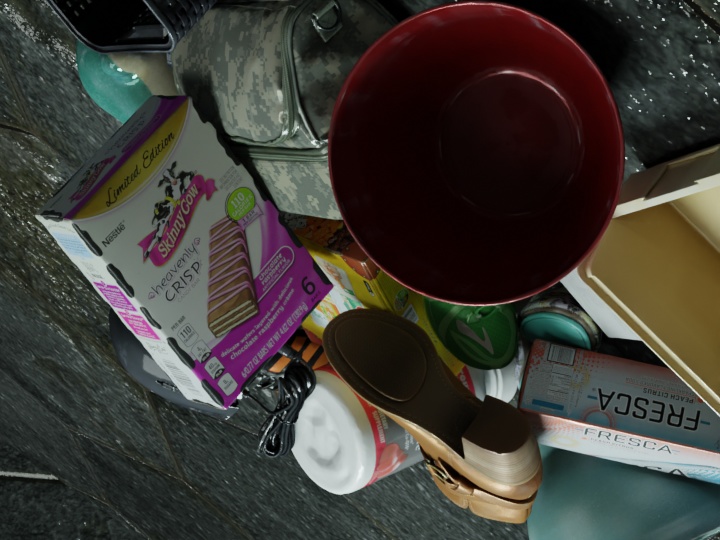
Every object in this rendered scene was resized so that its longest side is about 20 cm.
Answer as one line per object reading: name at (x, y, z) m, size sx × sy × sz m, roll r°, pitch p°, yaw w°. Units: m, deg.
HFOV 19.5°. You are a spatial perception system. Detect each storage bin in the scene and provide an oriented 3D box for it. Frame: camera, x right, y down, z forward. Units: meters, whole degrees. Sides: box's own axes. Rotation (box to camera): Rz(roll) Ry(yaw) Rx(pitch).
storage bin at (0.270, 0.015, 1.386) m, size 0.199 × 0.094 × 0.200 m, roll 43°, pitch 161°, yaw -11°
storage bin at (-0.191, -0.259, 1.490) m, size 0.135 × 0.094 × 0.200 m, roll 6°, pitch 140°, yaw 53°

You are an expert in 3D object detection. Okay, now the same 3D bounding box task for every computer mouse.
computer mouse at (-0.133, 0.079, 1.780) m, size 0.200 × 0.046 × 0.140 m, roll 35°, pitch 139°, yaw 5°

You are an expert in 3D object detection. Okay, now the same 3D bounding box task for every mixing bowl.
mixing bowl at (0.089, -0.081, 1.411) m, size 0.200 × 0.200 × 0.108 m, roll 35°, pitch -164°, yaw 11°

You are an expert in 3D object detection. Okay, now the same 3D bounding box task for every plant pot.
plant pot at (0.219, 0.180, 1.741) m, size 0.134 × 0.200 × 0.200 m, roll 64°, pitch 164°, yaw 11°

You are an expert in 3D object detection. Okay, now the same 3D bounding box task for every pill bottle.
pill bottle at (0.040, 0.113, 1.842) m, size 0.111 × 0.200 × 0.111 m, roll 27°, pitch 128°, yaw 42°

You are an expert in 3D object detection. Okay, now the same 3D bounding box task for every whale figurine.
whale figurine at (-0.164, -0.140, 1.702) m, size 0.159 × 0.104 × 0.200 m, roll 22°, pitch -143°, yaw -52°

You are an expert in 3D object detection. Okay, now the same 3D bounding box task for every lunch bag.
lunch bag at (-0.048, -0.142, 1.566) m, size 0.200 × 0.139 × 0.168 m, roll 12°, pitch 137°, yaw 55°

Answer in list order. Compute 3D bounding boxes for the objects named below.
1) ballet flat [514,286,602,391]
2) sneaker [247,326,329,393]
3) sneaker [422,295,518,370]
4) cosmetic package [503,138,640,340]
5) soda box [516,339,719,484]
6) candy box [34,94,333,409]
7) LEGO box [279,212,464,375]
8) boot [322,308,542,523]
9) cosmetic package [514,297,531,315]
ballet flat at (0.163, 0.049, 1.695) m, size 0.072 × 0.072 × 0.200 m, roll 35°, pitch 159°, yaw 12°
sneaker at (-0.055, 0.088, 1.874) m, size 0.070 × 0.200 × 0.090 m, roll -36°, pitch 68°, yaw 58°
sneaker at (0.089, -0.001, 1.614) m, size 0.084 × 0.074 × 0.200 m, roll -132°, pitch 26°, yaw -56°
cosmetic package at (0.164, -0.031, 1.543) m, size 0.200 × 0.051 × 0.083 m, roll 48°, pitch 162°, yaw -24°
soda box at (0.222, 0.114, 1.633) m, size 0.200 × 0.064 × 0.068 m, roll 13°, pitch 156°, yaw 7°
candy box at (-0.128, -0.014, 1.564) m, size 0.061 × 0.136 × 0.200 m, roll 7°, pitch 141°, yaw 55°
LEGO box at (0.000, 0.000, 1.716) m, size 0.149 × 0.077 × 0.200 m, roll 24°, pitch 156°, yaw 35°
boot at (0.060, 0.119, 1.661) m, size 0.200 × 0.077 × 0.155 m, roll 26°, pitch 158°, yaw 19°
cosmetic package at (0.042, -0.041, 1.744) m, size 0.200 × 0.052 × 0.151 m, roll 12°, pitch 149°, yaw 52°
